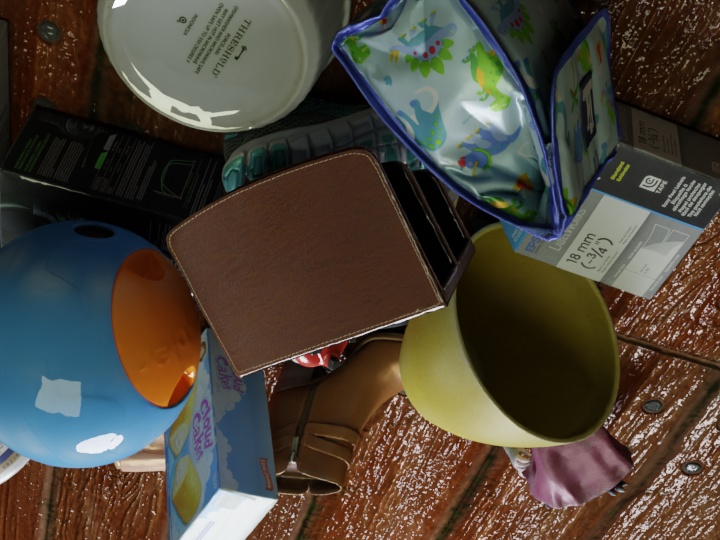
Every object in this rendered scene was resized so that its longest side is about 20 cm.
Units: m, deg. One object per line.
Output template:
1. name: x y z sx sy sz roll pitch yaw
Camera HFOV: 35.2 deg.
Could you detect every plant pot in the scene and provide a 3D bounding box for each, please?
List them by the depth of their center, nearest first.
1. plant pot: 0.116 0.075 1.033 0.199 0.202 0.142 34 142 -22

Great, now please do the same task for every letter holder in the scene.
1. letter holder: -0.034 -0.024 0.897 0.198 0.101 0.143 -21 107 27

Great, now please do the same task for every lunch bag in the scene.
1. lunch bag: 0.102 -0.135 0.796 0.127 0.170 0.201 -32 100 37

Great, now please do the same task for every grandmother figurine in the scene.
1. grandmother figurine: -0.190 0.211 1.314 0.197 0.061 0.122 2 143 13

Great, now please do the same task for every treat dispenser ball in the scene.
1. treat dispenser ball: -0.231 0.060 0.937 0.198 0.202 0.202 6 135 6

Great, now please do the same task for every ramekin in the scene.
1. ramekin: -0.109 -0.197 0.868 0.200 0.095 0.204 6 135 6

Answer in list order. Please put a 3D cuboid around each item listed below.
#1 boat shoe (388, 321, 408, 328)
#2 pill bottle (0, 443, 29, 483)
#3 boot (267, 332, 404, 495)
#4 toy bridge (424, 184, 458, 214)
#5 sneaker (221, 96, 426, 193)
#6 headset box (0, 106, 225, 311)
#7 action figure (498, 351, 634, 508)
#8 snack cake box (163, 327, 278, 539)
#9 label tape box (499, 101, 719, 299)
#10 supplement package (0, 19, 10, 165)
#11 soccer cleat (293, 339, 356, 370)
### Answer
1. boat shoe: -0.029 0.038 1.099 0.198 0.075 0.063 -12 126 15
2. pill bottle: -0.399 0.109 1.080 0.110 0.112 0.201 -14 129 24
3. boot: -0.009 0.150 1.146 0.198 0.156 0.074 -15 130 25
4. toy bridge: 0.065 -0.068 0.942 0.027 0.067 0.202 20 117 17
5. sneaker: -0.025 -0.117 0.946 0.198 0.092 0.078 -10 133 -14
6. headset box: -0.237 -0.037 1.053 0.198 0.093 0.175 14 136 -2
7. action figure: 0.197 0.142 1.160 0.133 0.149 0.201 -30 107 0
8. snack cake box: -0.146 0.174 1.151 0.067 0.201 0.115 16 130 -27
9. label tape box: 0.188 -0.071 0.953 0.198 0.064 0.145 19 134 -8
10. supplement package: -0.377 -0.119 0.989 0.112 0.110 0.201 14 135 -3
11. soccer cleat: 0.000 0.000 1.022 0.200 0.085 0.069 -48 138 -4
